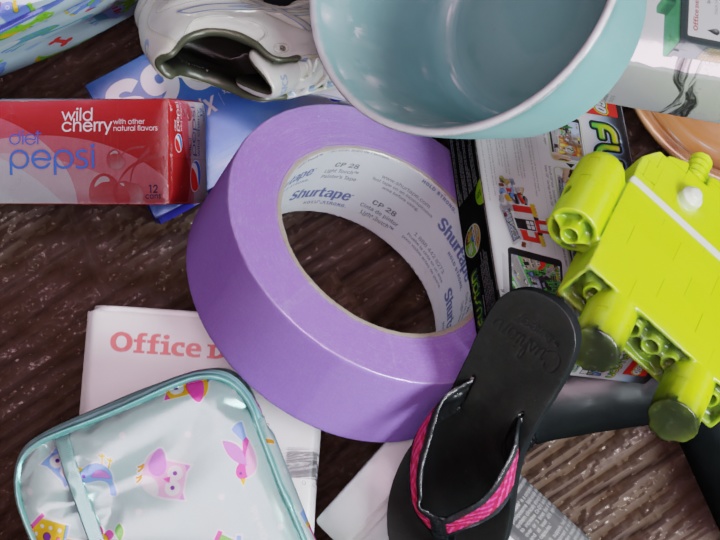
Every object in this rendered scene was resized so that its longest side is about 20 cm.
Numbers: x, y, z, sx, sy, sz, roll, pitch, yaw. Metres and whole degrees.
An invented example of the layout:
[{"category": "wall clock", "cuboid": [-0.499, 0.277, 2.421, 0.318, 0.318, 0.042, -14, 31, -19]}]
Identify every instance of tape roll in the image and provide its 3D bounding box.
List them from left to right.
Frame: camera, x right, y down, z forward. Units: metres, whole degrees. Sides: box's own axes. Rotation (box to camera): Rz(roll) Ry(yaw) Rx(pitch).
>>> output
[{"category": "tape roll", "cuboid": [0.000, 0.000, 1.555, 0.199, 0.066, 0.201, 17, 47, -19]}]

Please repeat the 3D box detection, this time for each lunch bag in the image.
[{"category": "lunch bag", "cuboid": [-0.204, -0.167, 1.553, 0.160, 0.200, 0.083, -23, 90, 4]}, {"category": "lunch bag", "cuboid": [-0.105, 0.168, 1.506, 0.159, 0.077, 0.201, -21, 88, -3]}]

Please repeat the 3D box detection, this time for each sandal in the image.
[{"category": "sandal", "cuboid": [0.061, 0.101, 1.473, 0.075, 0.045, 0.201, 28, 114, 15]}]

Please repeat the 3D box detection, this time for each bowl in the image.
[{"category": "bowl", "cuboid": [0.081, -0.155, 1.488, 0.200, 0.105, 0.202, -10, 70, 29]}]

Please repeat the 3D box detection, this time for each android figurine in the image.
[{"category": "android figurine", "cuboid": [0.187, 0.007, 1.531, 0.182, 0.041, 0.200, 42, 43, -7]}]

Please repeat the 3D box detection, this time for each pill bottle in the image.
[{"category": "pill bottle", "cuboid": [0.077, 0.182, 1.575, 0.200, 0.116, 0.116, 43, 86, 3]}]

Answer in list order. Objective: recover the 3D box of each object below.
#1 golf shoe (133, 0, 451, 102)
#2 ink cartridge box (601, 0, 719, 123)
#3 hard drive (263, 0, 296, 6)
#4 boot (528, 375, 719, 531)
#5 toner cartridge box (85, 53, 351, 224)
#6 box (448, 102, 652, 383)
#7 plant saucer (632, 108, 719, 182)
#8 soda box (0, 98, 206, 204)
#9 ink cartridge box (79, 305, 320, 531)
[{"category": "golf shoe", "cuboid": [-0.036, -0.122, 1.550, 0.199, 0.098, 0.079, 8, 127, -8]}, {"category": "ink cartridge box", "cuboid": [0.214, -0.168, 1.578, 0.199, 0.084, 0.147, 9, 77, -1]}, {"category": "hard drive", "cuboid": [0.001, -0.255, 1.626, 0.199, 0.033, 0.140, -26, 63, -3]}, {"category": "boot", "cuboid": [0.173, 0.085, 1.606, 0.161, 0.073, 0.200, -3, 78, -4]}, {"category": "toner cartridge box", "cuboid": [-0.061, -0.118, 1.632, 0.199, 0.043, 0.095, -29, 88, -3]}, {"category": "box", "cuboid": [0.114, -0.031, 1.569, 0.109, 0.035, 0.201, 9, 54, -21]}, {"category": "plant saucer", "cuboid": [0.255, -0.145, 1.644, 0.199, 0.037, 0.202, 0, 86, -2]}, {"category": "soda box", "cuboid": [-0.195, -0.071, 1.583, 0.199, 0.070, 0.064, 0, 92, 16]}, {"category": "ink cartridge box", "cuboid": [-0.098, 0.128, 1.591, 0.144, 0.084, 0.202, 5, 86, -1]}]
